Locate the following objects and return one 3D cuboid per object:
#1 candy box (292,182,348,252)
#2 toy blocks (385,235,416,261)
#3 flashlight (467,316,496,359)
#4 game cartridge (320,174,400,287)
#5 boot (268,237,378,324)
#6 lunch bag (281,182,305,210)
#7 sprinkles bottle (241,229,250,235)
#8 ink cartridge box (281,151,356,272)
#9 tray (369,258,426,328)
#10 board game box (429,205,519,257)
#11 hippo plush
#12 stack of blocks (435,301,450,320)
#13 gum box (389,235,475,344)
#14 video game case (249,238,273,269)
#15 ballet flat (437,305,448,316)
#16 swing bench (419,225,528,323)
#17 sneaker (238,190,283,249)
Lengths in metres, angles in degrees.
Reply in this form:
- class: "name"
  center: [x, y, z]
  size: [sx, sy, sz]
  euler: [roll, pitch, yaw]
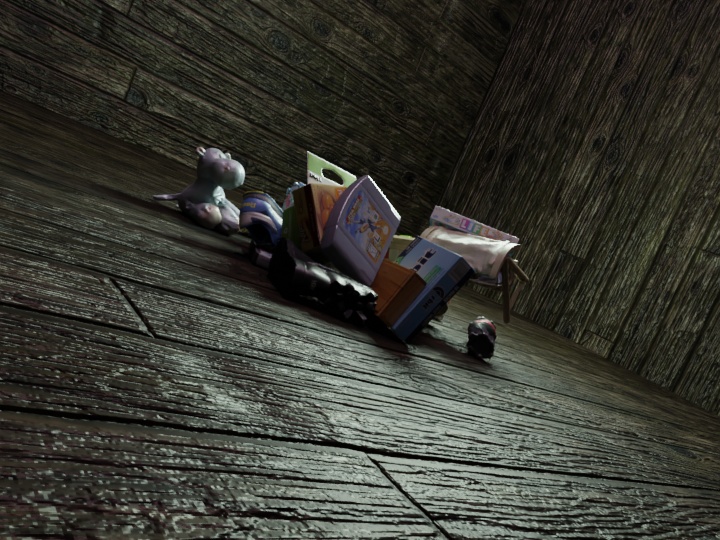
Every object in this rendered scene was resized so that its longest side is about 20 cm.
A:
- class: "candy box"
  center: [-0.033, -0.096, 1.210]
  size: [0.055, 0.117, 0.199]
  euler: [-15, -8, 41]
- class: "toy blocks"
  center: [0.073, -0.012, 1.499]
  size: [0.198, 0.139, 0.100]
  euler: [9, 10, 24]
- class: "flashlight"
  center: [0.259, 0.145, 1.351]
  size: [0.067, 0.069, 0.200]
  euler: [-1, 6, 9]
- class: "game cartridge"
  center: [0.001, -0.077, 1.174]
  size: [0.041, 0.201, 0.134]
  euler: [-11, -51, 38]
- class: "boot"
  center: [-0.065, 0.018, 1.092]
  size: [0.161, 0.074, 0.198]
  euler: [22, 8, -24]
- class: "lunch bag"
  center: [-0.098, -0.091, 1.464]
  size: [0.198, 0.171, 0.127]
  euler: [24, 7, 9]
- class: "sprinkles bottle"
  center: [-0.196, -0.092, 1.587]
  size: [0.198, 0.069, 0.068]
  euler: [20, 6, -30]
- class: "ink cartridge box"
  center: [-0.078, -0.110, 1.266]
  size: [0.075, 0.202, 0.147]
  euler: [-19, -27, 39]
- class: "tray"
  center: [0.036, 0.031, 1.152]
  size: [0.037, 0.099, 0.200]
  euler: [43, -6, -21]
- class: "board game box"
  center: [0.254, -0.070, 1.462]
  size: [0.198, 0.034, 0.135]
  euler: [24, -17, 12]
- class: "hippo plush"
  center: [-0.322, -0.185, 1.434]
  size: [0.199, 0.162, 0.159]
  euler: [27, 7, 31]
- class: "stack of blocks"
  center: [0.115, 0.051, 1.611]
  size: [0.198, 0.059, 0.115]
  euler: [22, 6, -19]
- class: "gum box"
  center: [0.096, 0.028, 1.155]
  size: [0.045, 0.170, 0.200]
  euler: [44, -2, -21]
- class: "video game case"
  center: [-0.135, -0.009, 1.286]
  size: [0.179, 0.026, 0.200]
  euler: [23, 6, -15]
- class: "ballet flat"
  center: [0.099, 0.068, 1.438]
  size: [0.198, 0.076, 0.064]
  euler: [20, 36, 5]
- class: "swing bench"
  center: [0.242, -0.008, 1.393]
  size: [0.197, 0.131, 0.201]
  euler: [17, -25, 31]
- class: "sneaker"
  center: [-0.166, -0.070, 1.262]
  size: [0.073, 0.083, 0.200]
  euler: [-17, -43, 39]
